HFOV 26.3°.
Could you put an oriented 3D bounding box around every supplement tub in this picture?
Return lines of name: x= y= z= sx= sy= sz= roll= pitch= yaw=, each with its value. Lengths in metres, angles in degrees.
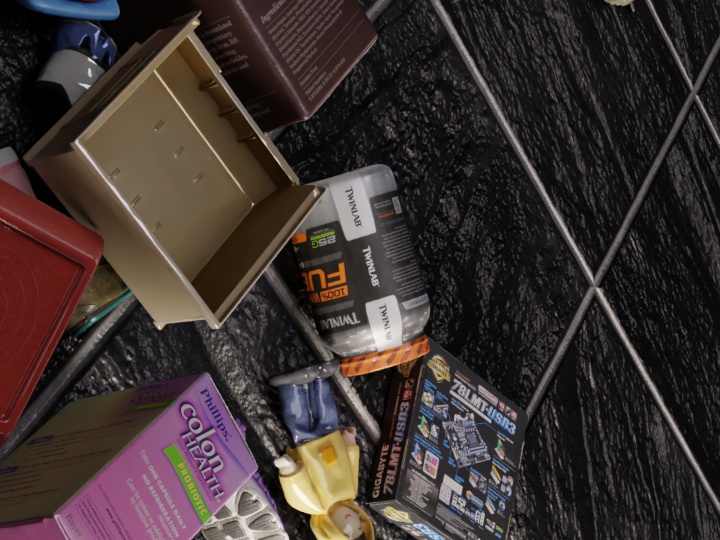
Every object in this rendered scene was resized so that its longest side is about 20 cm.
supplement tub: x=0.000 y=0.000 z=1.593 sx=0.122 sy=0.122 sz=0.202 roll=-18 pitch=92 yaw=-51

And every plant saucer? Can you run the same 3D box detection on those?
plant saucer: x=-0.304 y=0.029 z=1.204 sx=0.200 sy=0.037 sz=0.201 roll=33 pitch=81 yaw=-46

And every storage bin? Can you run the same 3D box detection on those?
storage bin: x=-0.153 y=-0.087 z=1.339 sx=0.201 sy=0.093 sz=0.199 roll=54 pitch=53 yaw=-23

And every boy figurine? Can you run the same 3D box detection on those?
boy figurine: x=-0.040 y=0.194 z=1.534 sx=0.124 sy=0.064 sz=0.202 roll=-5 pitch=80 yaw=-54

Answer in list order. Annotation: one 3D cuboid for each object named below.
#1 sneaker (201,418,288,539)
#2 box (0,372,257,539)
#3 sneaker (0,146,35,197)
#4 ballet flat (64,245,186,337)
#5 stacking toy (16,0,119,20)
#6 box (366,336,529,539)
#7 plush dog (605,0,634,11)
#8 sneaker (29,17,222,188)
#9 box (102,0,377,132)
sneaker: x=-0.118 y=0.184 z=1.434 sx=0.201 sy=0.080 sz=0.084 roll=64 pitch=28 yaw=-19
box: x=-0.215 y=0.185 z=1.232 sx=0.200 sy=0.175 sz=0.097 roll=-45 pitch=113 yaw=-48
sneaker: x=-0.327 y=-0.022 z=1.237 sx=0.200 sy=0.075 sz=0.105 roll=-36 pitch=102 yaw=-54
ballet flat: x=-0.209 y=-0.008 z=1.390 sx=0.200 sy=0.070 sz=0.071 roll=-35 pitch=106 yaw=-49
stacking toy: x=-0.233 y=-0.325 z=1.338 sx=0.109 sy=0.201 sz=0.116 roll=-5 pitch=47 yaw=-49
box: x=0.101 y=0.208 z=1.712 sx=0.200 sy=0.049 sz=0.200 roll=38 pitch=51 yaw=-37
plush dog: x=0.441 y=-0.477 z=2.234 sx=0.160 sy=0.171 sz=0.202 roll=18 pitch=65 yaw=-47
sneaker: x=-0.229 y=-0.118 z=1.394 sx=0.199 sy=0.080 sz=0.116 roll=46 pitch=52 yaw=-24
box: x=-0.121 y=-0.247 z=1.485 sx=0.201 sy=0.165 sz=0.164 roll=59 pitch=43 yaw=-21
